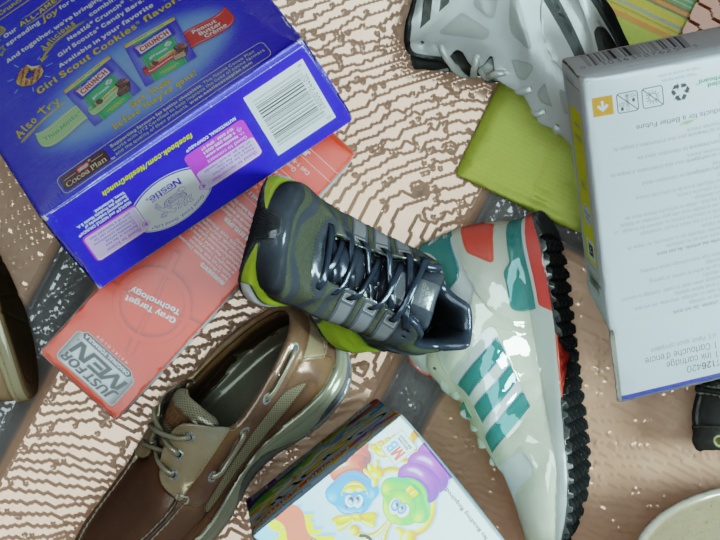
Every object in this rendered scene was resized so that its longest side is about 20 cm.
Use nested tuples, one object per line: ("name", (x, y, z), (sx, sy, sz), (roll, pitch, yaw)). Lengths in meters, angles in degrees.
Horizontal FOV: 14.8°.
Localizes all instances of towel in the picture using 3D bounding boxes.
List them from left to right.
("towel", (0.136, -0.128, 1.639), (0.086, 0.018, 0.200), (26, 89, 3))

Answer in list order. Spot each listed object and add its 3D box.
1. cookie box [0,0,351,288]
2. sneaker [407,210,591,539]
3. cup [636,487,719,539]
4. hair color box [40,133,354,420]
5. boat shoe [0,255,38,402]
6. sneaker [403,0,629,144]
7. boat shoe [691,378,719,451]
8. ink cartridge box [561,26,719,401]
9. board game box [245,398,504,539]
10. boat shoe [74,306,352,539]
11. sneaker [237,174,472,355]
("cookie box", (-0.128, -0.113, 1.537), (0.171, 0.075, 0.200), (-34, 48, -2))
("sneaker", (0.079, 0.068, 1.617), (0.093, 0.070, 0.200), (-6, 92, 14))
("cup", (0.248, 0.231, 1.571), (0.200, 0.200, 0.143), (0, 116, -3))
("hair color box", (-0.092, -0.009, 1.582), (0.061, 0.102, 0.200), (41, 87, -1))
("boat shoe", (-0.247, -0.008, 1.593), (0.064, 0.071, 0.200), (-27, 83, 3))
("sneaker", (0.095, -0.115, 1.608), (0.115, 0.076, 0.201), (-21, 92, 18))
("boat shoe", (0.294, 0.090, 1.622), (0.201, 0.072, 0.061), (9, 93, 4))
("ink cartridge box", (0.221, -0.043, 1.564), (0.197, 0.047, 0.200), (-13, 118, -9))
("board game box", (0.008, 0.145, 1.537), (0.103, 0.200, 0.105), (-39, 92, -3))
("boat shoe", (-0.094, 0.096, 1.585), (0.200, 0.072, 0.076), (-47, 49, -9))
("sneaker", (0.000, 0.000, 1.515), (0.081, 0.200, 0.074), (9, 81, 28))
